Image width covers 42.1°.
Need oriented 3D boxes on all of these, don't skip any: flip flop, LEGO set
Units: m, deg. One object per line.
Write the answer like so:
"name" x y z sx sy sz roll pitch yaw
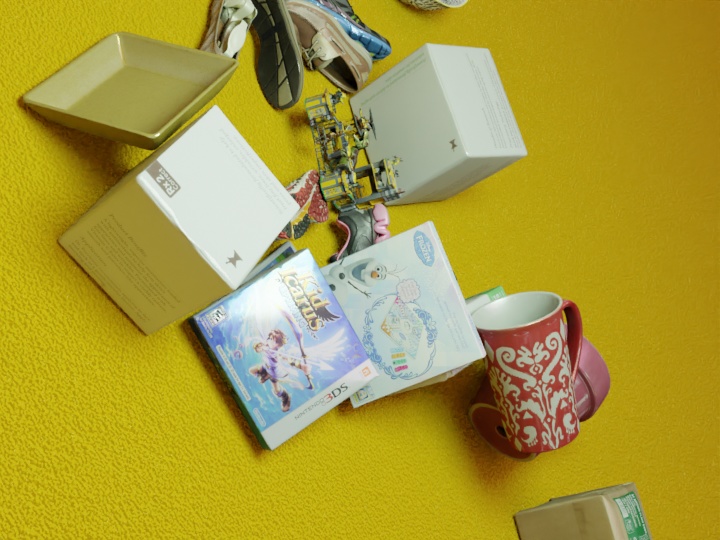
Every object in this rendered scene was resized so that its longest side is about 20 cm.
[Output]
"flip flop" -0.122 -0.346 1.440 0.057 0.081 0.202 5 67 -56
"LEGO set" -0.002 -0.184 1.420 0.154 0.115 0.201 55 22 -62

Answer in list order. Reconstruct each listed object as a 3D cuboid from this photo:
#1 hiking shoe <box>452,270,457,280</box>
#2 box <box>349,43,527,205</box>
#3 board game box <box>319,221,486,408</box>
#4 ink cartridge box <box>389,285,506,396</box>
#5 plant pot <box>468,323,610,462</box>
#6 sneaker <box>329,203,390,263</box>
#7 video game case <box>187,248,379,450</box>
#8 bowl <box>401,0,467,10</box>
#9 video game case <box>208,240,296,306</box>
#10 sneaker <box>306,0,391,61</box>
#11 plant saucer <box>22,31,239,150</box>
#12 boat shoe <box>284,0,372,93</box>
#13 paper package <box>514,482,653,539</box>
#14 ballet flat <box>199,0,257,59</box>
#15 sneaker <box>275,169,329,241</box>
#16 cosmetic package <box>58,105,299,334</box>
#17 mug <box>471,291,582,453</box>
"hiking shoe" 0.099 0.017 1.415 0.200 0.100 0.076 -97 -177 -64
"box" 0.125 -0.236 1.542 0.171 0.198 0.201 -10 78 -46
"board game box" 0.046 0.062 1.302 0.201 0.198 0.043 68 14 3
"ink cartridge box" 0.128 0.107 1.428 0.199 0.145 0.085 -23 89 -48
"plant pot" 0.276 0.201 1.515 0.179 0.200 0.200 -45 105 -30
"sneaker" 0.000 0.000 1.418 0.095 0.079 0.202 -2 83 -9
"video game case" -0.098 0.101 1.229 0.181 0.045 0.201 -32 97 -23
"bowl" 0.107 -0.561 1.747 0.200 0.094 0.202 21 59 -38
"video game case" -0.099 0.084 1.306 0.201 0.022 0.182 56 44 -9
"sneaker" -0.022 -0.420 1.573 0.199 0.071 0.083 28 60 -30
"plant saucer" -0.282 -0.221 1.178 0.200 0.199 0.049 -55 154 -42
"boat shoe" -0.060 -0.360 1.508 0.199 0.076 0.072 31 55 -30
"paper package" 0.365 0.455 1.474 0.103 0.190 0.202 -3 73 -45
"ballet flat" -0.187 -0.363 1.386 0.068 0.067 0.201 33 51 -35
"sneaker" -0.105 -0.092 1.341 0.200 0.082 0.078 -38 116 -64
"cosmetic package" -0.216 -0.057 1.121 0.165 0.199 0.165 50 45 -16
"mug" 0.263 0.141 1.345 0.176 0.133 0.201 -17 105 -8
